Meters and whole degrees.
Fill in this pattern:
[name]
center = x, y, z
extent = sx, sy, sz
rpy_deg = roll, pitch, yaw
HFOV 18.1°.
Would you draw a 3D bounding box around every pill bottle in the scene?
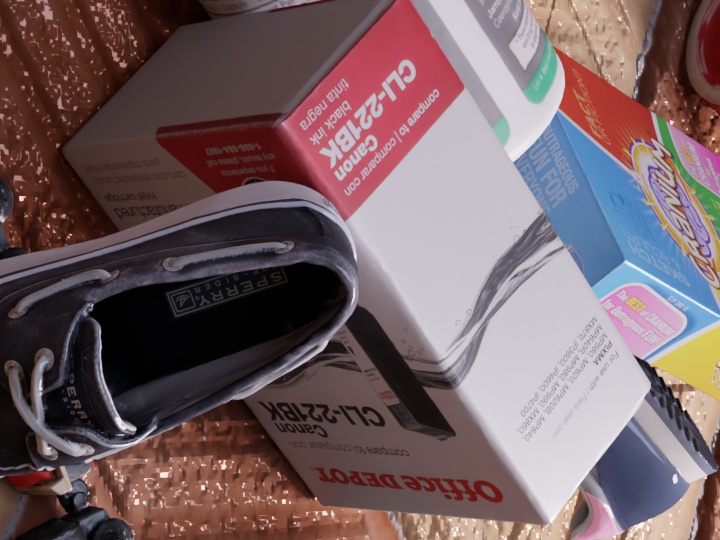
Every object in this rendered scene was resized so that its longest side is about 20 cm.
[pill bottle]
center = -0.010, -0.128, 0.921
extent = 0.200, 0.113, 0.113
rpy_deg = 55, 49, -25

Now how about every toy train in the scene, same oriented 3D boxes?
[toy train]
center = -0.126, 0.052, 0.828
extent = 0.046, 0.034, 0.201
rpy_deg = -25, 102, -33

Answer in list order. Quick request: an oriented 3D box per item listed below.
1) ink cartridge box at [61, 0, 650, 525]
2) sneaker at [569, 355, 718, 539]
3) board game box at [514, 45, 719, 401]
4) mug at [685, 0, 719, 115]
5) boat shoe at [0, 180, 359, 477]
[ink cartridge box]
center = 0.000, 0.000, 0.881
extent = 0.084, 0.144, 0.200
rpy_deg = -50, 118, -29
[sneaker]
center = 0.068, 0.038, 1.011
extent = 0.200, 0.082, 0.070
rpy_deg = 49, 14, -3
[board game box]
center = 0.140, -0.015, 1.054
extent = 0.200, 0.040, 0.153
rpy_deg = 26, 33, -43
[mug]
center = 0.272, -0.068, 1.198
extent = 0.200, 0.133, 0.178
rpy_deg = 33, 58, -34
[boat shoe]
center = -0.093, 0.033, 0.758
extent = 0.068, 0.199, 0.072
rpy_deg = -108, 179, -68
